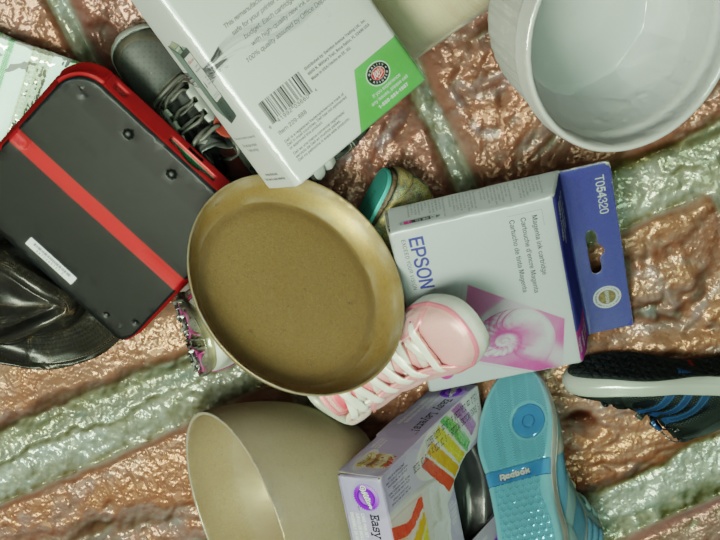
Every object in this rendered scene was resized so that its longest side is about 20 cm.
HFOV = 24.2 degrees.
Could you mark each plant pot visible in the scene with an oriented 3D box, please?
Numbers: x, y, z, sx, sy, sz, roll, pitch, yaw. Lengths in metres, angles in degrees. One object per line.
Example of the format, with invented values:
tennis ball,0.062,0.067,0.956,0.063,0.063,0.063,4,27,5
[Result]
plant pot,-0.054,0.201,1.522,0.134,0.200,0.202,-19,110,-25
plant pot,-0.056,0.015,1.389,0.199,0.201,0.027,34,142,-10

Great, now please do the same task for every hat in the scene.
hat,-0.301,0.015,1.503,0.199,0.081,0.202,0,108,0

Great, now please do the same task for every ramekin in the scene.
ramekin,0.199,-0.209,1.380,0.199,0.105,0.201,-10,118,-20

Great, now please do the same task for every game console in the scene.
game console,-0.217,-0.059,1.435,0.200,0.031,0.177,43,114,-9

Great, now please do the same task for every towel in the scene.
towel,-0.329,-0.136,1.470,0.199,0.031,0.150,19,95,-8

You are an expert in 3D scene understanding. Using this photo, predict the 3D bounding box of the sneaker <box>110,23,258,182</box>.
sneaker,-0.135,-0.132,1.451,0.200,0.082,0.077,43,104,-13

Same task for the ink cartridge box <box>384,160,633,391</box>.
ink cartridge box,0.137,0.010,1.482,0.199,0.043,0.197,-12,129,6

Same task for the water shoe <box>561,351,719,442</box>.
water shoe,0.283,0.123,1.536,0.198,0.072,0.079,1,111,1

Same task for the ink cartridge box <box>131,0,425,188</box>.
ink cartridge box,-0.068,-0.190,1.362,0.146,0.084,0.200,-40,104,-15

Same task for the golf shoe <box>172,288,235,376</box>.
golf shoe,-0.111,0.040,1.450,0.091,0.200,0.073,-17,95,0

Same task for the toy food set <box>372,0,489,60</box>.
toy food set,0.016,-0.275,1.421,0.143,0.060,0.200,-32,104,23

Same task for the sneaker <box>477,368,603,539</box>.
sneaker,0.171,0.195,1.566,0.079,0.130,0.202,-10,73,28

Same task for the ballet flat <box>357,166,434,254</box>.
ballet flat,0.000,0.000,1.506,0.070,0.071,0.201,31,106,-9

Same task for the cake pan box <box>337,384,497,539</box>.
cake pan box,0.061,0.221,1.517,0.052,0.200,0.185,2,111,31

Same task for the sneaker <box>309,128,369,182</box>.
sneaker,-0.063,-0.180,1.450,0.086,0.080,0.201,-35,105,-12

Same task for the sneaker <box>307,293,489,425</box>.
sneaker,0.024,0.085,1.454,0.105,0.200,0.076,-43,106,-33
